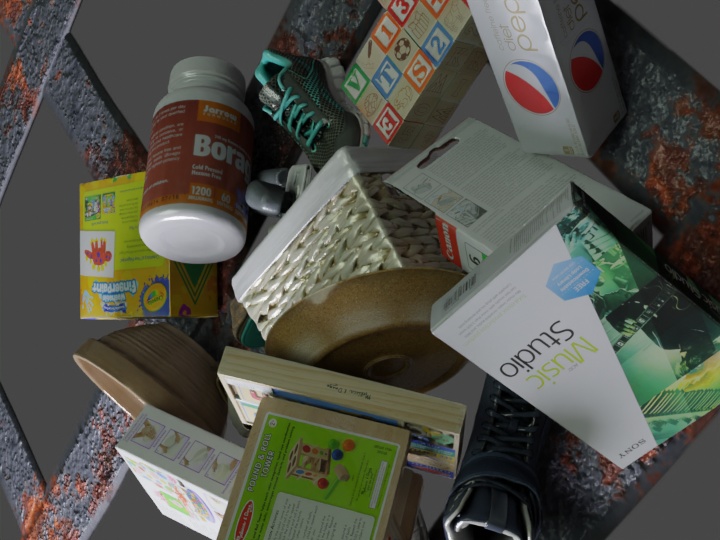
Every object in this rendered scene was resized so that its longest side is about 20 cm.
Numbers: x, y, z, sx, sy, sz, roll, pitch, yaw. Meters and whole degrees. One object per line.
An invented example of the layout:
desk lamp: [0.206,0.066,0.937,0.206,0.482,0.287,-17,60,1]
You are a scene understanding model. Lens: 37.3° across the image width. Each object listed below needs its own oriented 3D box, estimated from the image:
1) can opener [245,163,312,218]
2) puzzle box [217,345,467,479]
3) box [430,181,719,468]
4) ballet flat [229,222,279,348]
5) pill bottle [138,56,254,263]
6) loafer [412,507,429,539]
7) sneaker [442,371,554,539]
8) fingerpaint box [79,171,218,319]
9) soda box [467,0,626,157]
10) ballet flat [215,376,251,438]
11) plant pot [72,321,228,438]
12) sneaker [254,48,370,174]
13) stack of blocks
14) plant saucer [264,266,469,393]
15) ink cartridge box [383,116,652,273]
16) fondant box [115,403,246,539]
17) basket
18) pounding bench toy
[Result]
can opener: [-0.083,-0.079,1.042,0.200,0.066,0.053,-162,87,-77]
puzzle box: [-0.012,0.119,0.873,0.197,0.133,0.026,13,66,10]
box: [0.168,0.046,0.752,0.144,0.199,0.037,-44,23,31]
ballet flat: [-0.084,-0.007,1.096,0.201,0.067,0.068,-52,42,31]
pill bottle: [-0.169,-0.119,1.126,0.112,0.111,0.203,-25,54,42]
loafer: [0.011,0.201,1.005,0.071,0.063,0.201,-34,80,11]
sneaker: [0.118,0.132,0.824,0.076,0.146,0.205,15,109,7]
fingerpaint box: [-0.252,-0.027,1.259,0.198,0.073,0.170,-5,85,46]
soda box: [0.133,-0.182,0.794,0.068,0.064,0.201,13,141,44]
ballet flat: [-0.093,0.180,1.102,0.069,0.063,0.201,-54,55,29]
plant pot: [-0.211,0.125,1.174,0.200,0.202,0.093,21,63,43]
sneaker: [-0.053,-0.146,1.008,0.078,0.090,0.201,-60,31,26]
stack of blocks: [0.063,-0.222,0.949,0.116,0.058,0.201,54,125,31]
plant saucer: [0.020,0.067,0.889,0.200,0.198,0.036,-40,49,37]
ink cartridge box: [0.122,-0.043,0.852,0.199,0.109,0.051,36,154,40]
fondant box: [-0.129,0.223,1.049,0.198,0.059,0.145,18,147,26]
basket: [0.000,0.000,0.959,0.200,0.134,0.124,-47,61,35]
pounding bench toy: [-0.035,0.232,0.851,0.122,0.156,0.202,11,65,14]
